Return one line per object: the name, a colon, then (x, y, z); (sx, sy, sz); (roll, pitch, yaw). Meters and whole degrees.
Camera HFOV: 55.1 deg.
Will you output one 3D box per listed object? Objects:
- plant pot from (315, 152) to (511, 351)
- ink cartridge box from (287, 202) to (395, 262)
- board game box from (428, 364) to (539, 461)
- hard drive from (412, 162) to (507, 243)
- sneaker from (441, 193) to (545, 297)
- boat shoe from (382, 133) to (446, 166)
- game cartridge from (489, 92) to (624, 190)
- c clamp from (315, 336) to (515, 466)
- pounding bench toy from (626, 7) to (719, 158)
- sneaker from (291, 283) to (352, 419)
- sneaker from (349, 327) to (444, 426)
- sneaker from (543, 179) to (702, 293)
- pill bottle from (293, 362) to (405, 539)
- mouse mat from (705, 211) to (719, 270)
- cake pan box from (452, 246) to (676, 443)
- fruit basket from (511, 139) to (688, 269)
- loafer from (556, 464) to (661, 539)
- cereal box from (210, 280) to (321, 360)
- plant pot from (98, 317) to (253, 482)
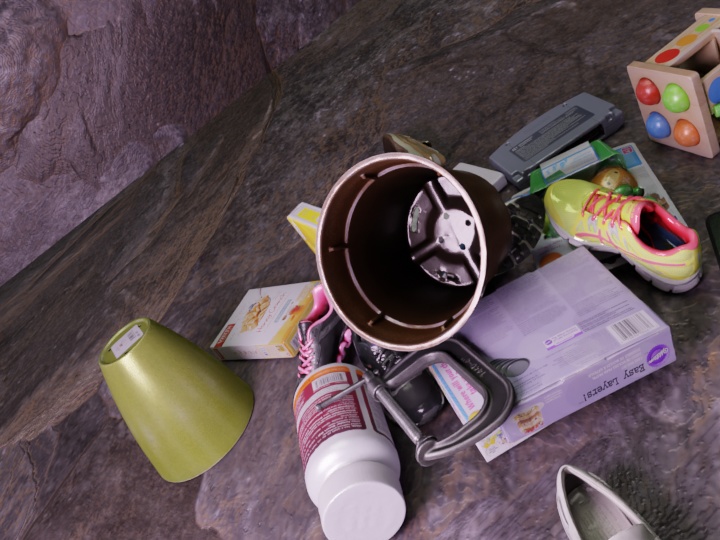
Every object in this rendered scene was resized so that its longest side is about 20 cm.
plant pot: (0.079, -0.035, 0.794); (0.196, 0.206, 0.197); (-16, 3, 29)
ink cartridge box: (0.000, 0.000, 0.981); (0.047, 0.199, 0.199); (-42, 29, -11)
board game box: (0.157, 0.114, 0.802); (0.132, 0.035, 0.201); (-29, 29, -1)
hard drive: (0.137, -0.102, 1.163); (0.199, 0.027, 0.131); (-42, 29, -11)
sneaker: (0.169, -0.032, 0.925); (0.201, 0.078, 0.090); (-49, 10, 33)
boat shoe: (0.107, -0.227, 1.353); (0.075, 0.073, 0.201); (-23, 35, -10)
game cartridge: (0.315, -0.215, 1.132); (0.197, 0.042, 0.134); (-34, 25, 4)
c clamp: (0.060, 0.137, 0.709); (0.169, 0.028, 0.199); (-35, 26, -14)
pounding bench toy: (0.474, -0.237, 0.900); (0.155, 0.125, 0.200); (-36, 29, -3)
sneaker: (-0.063, 0.111, 0.965); (0.078, 0.095, 0.205); (-1, 63, 43)
sneaker: (0.033, 0.120, 0.882); (0.075, 0.088, 0.200); (-37, 29, -7)
sneaker: (0.298, -0.059, 0.780); (0.198, 0.091, 0.079); (31, 77, 27)
pill bottle: (-0.015, 0.205, 0.786); (0.108, 0.111, 0.201); (-31, 29, 5)
mouse mat: (0.462, -0.024, 0.724); (0.158, 0.008, 0.202); (-19, 32, 27)
cake pan box: (0.207, 0.068, 0.742); (0.196, 0.053, 0.185); (-28, 31, 1)
fruit basket: (0.297, -0.078, 0.891); (0.182, 0.094, 0.202); (-24, 34, 18)
loafer: (0.211, 0.235, 0.541); (0.069, 0.070, 0.200); (-35, 29, -1)
cereal box: (-0.154, 0.086, 1.183); (0.196, 0.040, 0.145); (-8, 39, 40)
plant pot: (-0.290, 0.174, 1.031); (0.184, 0.202, 0.189); (-25, 29, 16)
